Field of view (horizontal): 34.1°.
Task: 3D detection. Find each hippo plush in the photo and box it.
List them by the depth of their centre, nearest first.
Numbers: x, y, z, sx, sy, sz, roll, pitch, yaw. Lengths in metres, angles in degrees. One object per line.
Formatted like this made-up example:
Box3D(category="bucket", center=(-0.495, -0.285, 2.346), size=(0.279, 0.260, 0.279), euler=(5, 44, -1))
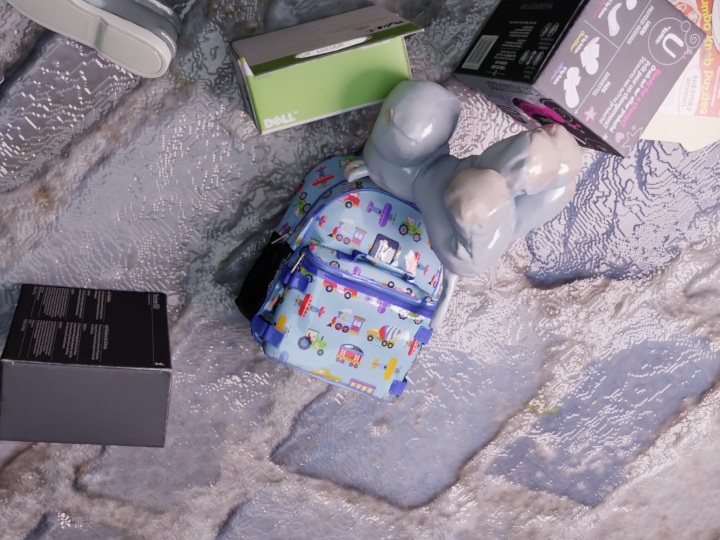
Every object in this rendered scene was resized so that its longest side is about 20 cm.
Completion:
Box3D(category="hippo plush", center=(0.087, -0.091, 1.034), size=(0.159, 0.161, 0.200), euler=(-33, 158, -25))

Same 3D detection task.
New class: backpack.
Box3D(category="backpack", center=(0.000, 0.000, 1.118), size=(0.182, 0.135, 0.201), euler=(27, 98, -19))

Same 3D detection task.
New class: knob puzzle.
Box3D(category="knob puzzle", center=(0.341, -0.219, 1.169), size=(0.218, 0.030, 0.221), euler=(-3, 108, -10))

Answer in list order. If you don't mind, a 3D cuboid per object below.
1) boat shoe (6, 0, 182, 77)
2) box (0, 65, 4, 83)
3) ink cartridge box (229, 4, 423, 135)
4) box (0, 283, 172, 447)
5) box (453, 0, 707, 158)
Box3D(category="boat shoe", center=(-0.248, -0.247, 1.037), size=(0.199, 0.073, 0.062), euler=(31, 56, -12))
Box3D(category="box", center=(-0.416, -0.228, 0.965), size=(0.181, 0.104, 0.201), euler=(-10, 110, 0))
Box3D(category="ink cartridge box", center=(-0.028, -0.170, 1.020), size=(0.147, 0.200, 0.076), euler=(-16, 110, -6))
Box3D(category="box", center=(-0.244, 0.081, 1.057), size=(0.140, 0.200, 0.079), euler=(2, 107, -11))
Box3D(category="box", center=(0.190, -0.191, 1.051), size=(0.114, 0.200, 0.132), euler=(33, 92, -18))
